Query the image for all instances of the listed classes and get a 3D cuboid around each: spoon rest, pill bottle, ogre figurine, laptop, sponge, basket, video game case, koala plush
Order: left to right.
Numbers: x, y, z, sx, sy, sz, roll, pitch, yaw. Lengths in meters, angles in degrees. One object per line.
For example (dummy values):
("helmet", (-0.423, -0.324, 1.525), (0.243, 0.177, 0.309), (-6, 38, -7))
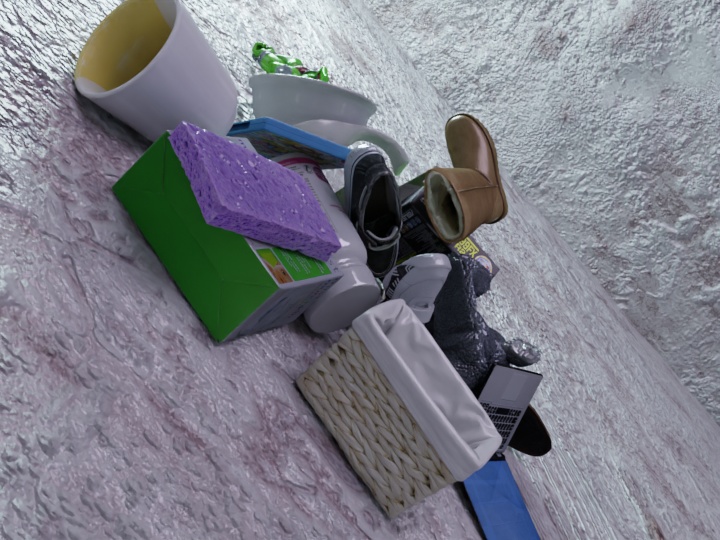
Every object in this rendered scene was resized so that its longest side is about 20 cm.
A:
("sponge", (-0.103, -0.076, 1.001), (0.199, 0.030, 0.112), (18, 37, -56))
("video game case", (-0.095, -0.158, 1.261), (0.142, 0.018, 0.199), (17, -4, -27))
("ogre figurine", (-0.095, -0.312, 1.685), (0.201, 0.098, 0.120), (55, 2, -27))
("pill bottle", (-0.061, -0.033, 1.194), (0.113, 0.113, 0.201), (21, 36, -58))
("spoon rest", (-0.028, -0.179, 1.422), (0.198, 0.099, 0.061), (5, 59, -28))
("basket", (0.041, 0.150, 1.074), (0.201, 0.123, 0.135), (53, 18, 8))
("koala plush", (0.138, 0.112, 1.345), (0.199, 0.176, 0.186), (31, 39, -48))
("laptop", (0.205, 0.242, 1.292), (0.115, 0.202, 0.187), (30, 5, 30))

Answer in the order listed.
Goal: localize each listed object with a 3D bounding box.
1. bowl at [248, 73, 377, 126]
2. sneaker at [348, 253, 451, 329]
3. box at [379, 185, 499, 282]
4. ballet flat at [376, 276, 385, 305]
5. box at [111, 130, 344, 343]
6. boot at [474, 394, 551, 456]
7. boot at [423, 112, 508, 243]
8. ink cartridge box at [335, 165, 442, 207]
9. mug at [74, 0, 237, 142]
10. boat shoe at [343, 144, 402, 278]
("bowl", (-0.080, -0.224, 1.492), (0.198, 0.092, 0.201), (12, -2, 0))
("sneaker", (0.060, 0.072, 1.184), (0.074, 0.200, 0.116), (0, 56, -35))
("box", (0.087, -0.021, 1.434), (0.160, 0.200, 0.044), (48, 60, -6))
("ballet flat", (0.000, 0.000, 1.344), (0.074, 0.074, 0.201), (36, 29, -40))
("box", (-0.136, -0.038, 1.050), (0.201, 0.096, 0.176), (54, 20, 10))
("boot", (0.220, 0.195, 1.514), (0.200, 0.075, 0.097), (45, 22, -16))
("boot", (0.135, -0.133, 1.342), (0.200, 0.066, 0.177), (-17, 82, -63))
("ink cartridge box", (0.040, -0.117, 1.462), (0.048, 0.199, 0.145), (63, 20, 10))
("mug", (-0.221, -0.225, 1.135), (0.153, 0.148, 0.188), (44, 24, -45))
("boat shoe", (0.016, -0.057, 1.217), (0.071, 0.071, 0.201), (-120, -166, -45))
